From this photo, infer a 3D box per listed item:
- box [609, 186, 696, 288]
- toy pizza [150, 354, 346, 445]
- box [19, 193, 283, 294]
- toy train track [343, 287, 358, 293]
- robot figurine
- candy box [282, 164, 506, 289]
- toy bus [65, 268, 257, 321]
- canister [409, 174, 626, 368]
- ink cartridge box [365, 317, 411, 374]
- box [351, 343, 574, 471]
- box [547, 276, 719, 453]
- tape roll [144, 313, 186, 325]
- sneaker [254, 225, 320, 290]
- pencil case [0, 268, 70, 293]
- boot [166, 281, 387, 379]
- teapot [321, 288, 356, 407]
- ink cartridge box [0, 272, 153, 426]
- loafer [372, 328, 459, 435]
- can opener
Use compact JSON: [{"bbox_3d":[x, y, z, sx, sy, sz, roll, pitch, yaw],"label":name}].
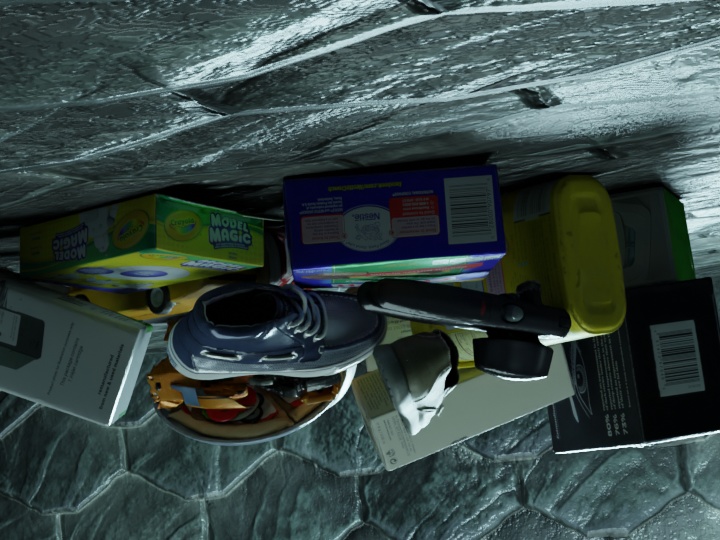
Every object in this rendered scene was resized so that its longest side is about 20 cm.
[{"bbox_3d":[0.237,-0.019,1.847,0.175,0.098,0.200,-10,175,15],"label":"box"},{"bbox_3d":[-0.112,0.099,1.821,0.198,0.032,0.201,-6,-145,4],"label":"toy pizza"},{"bbox_3d":[-0.165,-0.020,1.449,0.199,0.049,0.117,-14,164,42],"label":"box"},{"bbox_3d":[0.000,0.000,1.657,0.032,0.115,0.200,35,127,-15],"label":"toy train track"},{"bbox_3d":[-0.097,0.085,1.756,0.198,0.059,0.145,-2,-148,10],"label":"robot figurine"},{"bbox_3d":[0.024,-0.031,1.474,0.167,0.078,0.200,-4,176,-1],"label":"candy box"},{"bbox_3d":[-0.179,0.004,1.585,0.199,0.079,0.065,-11,172,43],"label":"toy bus"},{"bbox_3d":[0.136,0.003,1.641,0.086,0.150,0.199,-2,172,-40],"label":"canister"},{"bbox_3d":[0.039,0.061,1.866,0.066,0.202,0.116,-7,175,6],"label":"ink cartridge box"},{"bbox_3d":[0.097,0.112,1.754,0.198,0.069,0.082,-21,-150,-4],"label":"box"},{"bbox_3d":[0.261,0.095,1.776,0.103,0.150,0.200,-7,176,-20],"label":"box"},{"bbox_3d":[-0.145,0.011,1.830,0.198,0.067,0.200,-7,176,0],"label":"tape roll"},{"bbox_3d":[-0.072,-0.010,1.643,0.111,0.072,0.200,-2,-179,-20],"label":"sneaker"},{"bbox_3d":[-0.289,0.056,1.709,0.077,0.090,0.199,10,175,45],"label":"pencil case"},{"bbox_3d":[-0.055,0.044,1.507,0.198,0.073,0.090,-10,161,-27],"label":"boot"},{"bbox_3d":[-0.084,0.056,2.040,0.198,0.147,0.198,11,143,5],"label":"teapot"},{"bbox_3d":[-0.277,0.052,1.480,0.198,0.085,0.146,19,179,-1],"label":"ink cartridge box"},{"bbox_3d":[0.058,0.095,1.600,0.069,0.076,0.200,-22,171,2],"label":"loafer"},{"bbox_3d":[0.089,0.035,1.497,0.199,0.079,0.063,16,157,-33],"label":"can opener"}]
